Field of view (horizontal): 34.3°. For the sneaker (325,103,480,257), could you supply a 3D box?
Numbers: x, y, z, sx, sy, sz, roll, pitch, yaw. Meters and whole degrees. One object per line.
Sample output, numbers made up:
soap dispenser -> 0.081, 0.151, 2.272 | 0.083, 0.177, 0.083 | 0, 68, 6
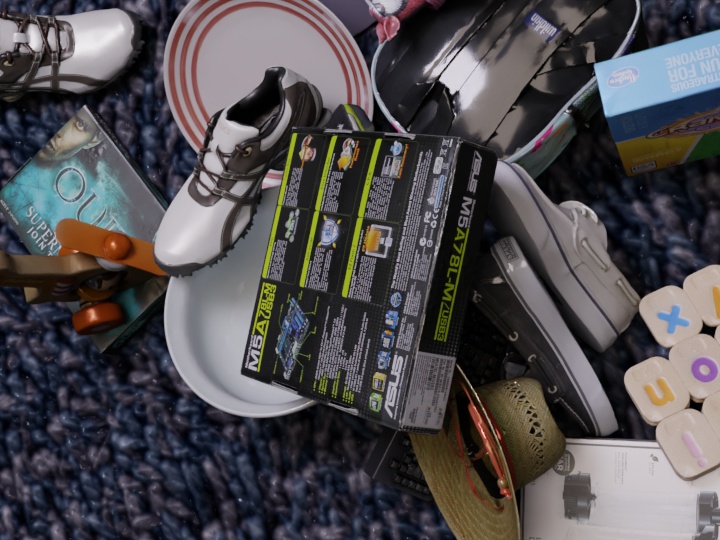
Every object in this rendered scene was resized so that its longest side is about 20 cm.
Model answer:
sneaker -> 0.032, -0.051, 0.939 | 0.074, 0.080, 0.201 | -50, 61, 45

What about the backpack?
backpack -> 0.113, -0.164, 0.947 | 0.177, 0.151, 0.200 | 40, 86, 19

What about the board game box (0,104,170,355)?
board game box -> -0.249, -0.040, 1.111 | 0.135, 0.028, 0.200 | -43, 73, 9

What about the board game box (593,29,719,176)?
board game box -> 0.261, -0.127, 0.870 | 0.151, 0.200, 0.041 | -13, 79, 16

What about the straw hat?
straw hat -> 0.106, 0.124, 0.870 | 0.084, 0.201, 0.203 | -20, 75, -16

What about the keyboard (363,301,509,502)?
keyboard -> 0.061, 0.084, 0.962 | 0.126, 0.021, 0.202 | 26, 91, -23

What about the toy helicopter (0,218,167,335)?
toy helicopter -> -0.250, 0.000, 0.985 | 0.131, 0.199, 0.080 | -22, 76, 32

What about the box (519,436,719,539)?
box -> 0.227, 0.191, 0.913 | 0.198, 0.060, 0.118 | -1, 82, 18

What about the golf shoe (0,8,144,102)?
golf shoe -> -0.305, -0.208, 1.109 | 0.198, 0.094, 0.079 | -14, 78, 14

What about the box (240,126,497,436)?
box -> 0.000, 0.000, 0.848 | 0.192, 0.047, 0.203 | 10, 88, 52

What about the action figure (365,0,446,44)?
action figure -> 0.058, -0.266, 0.889 | 0.134, 0.148, 0.202 | 33, 107, 43

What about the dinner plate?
dinner plate -> -0.080, -0.161, 1.031 | 0.198, 0.024, 0.202 | 9, 121, 16

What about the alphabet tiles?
alphabet tiles -> 0.308, 0.077, 0.889 | 0.198, 0.015, 0.197 | -25, 57, -2

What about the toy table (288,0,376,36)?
toy table -> -0.020, -0.309, 1.006 | 0.200, 0.182, 0.118 | -48, 58, 40

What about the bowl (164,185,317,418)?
bowl -> -0.061, 0.036, 0.998 | 0.199, 0.090, 0.204 | -6, 68, 15

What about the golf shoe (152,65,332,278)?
golf shoe -> -0.112, -0.088, 0.963 | 0.078, 0.095, 0.201 | 36, 83, 30

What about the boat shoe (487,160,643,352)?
boat shoe -> 0.162, -0.020, 0.908 | 0.066, 0.072, 0.200 | -43, 117, -6

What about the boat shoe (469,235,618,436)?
boat shoe -> 0.136, 0.065, 0.907 | 0.066, 0.201, 0.070 | -30, 33, 8
